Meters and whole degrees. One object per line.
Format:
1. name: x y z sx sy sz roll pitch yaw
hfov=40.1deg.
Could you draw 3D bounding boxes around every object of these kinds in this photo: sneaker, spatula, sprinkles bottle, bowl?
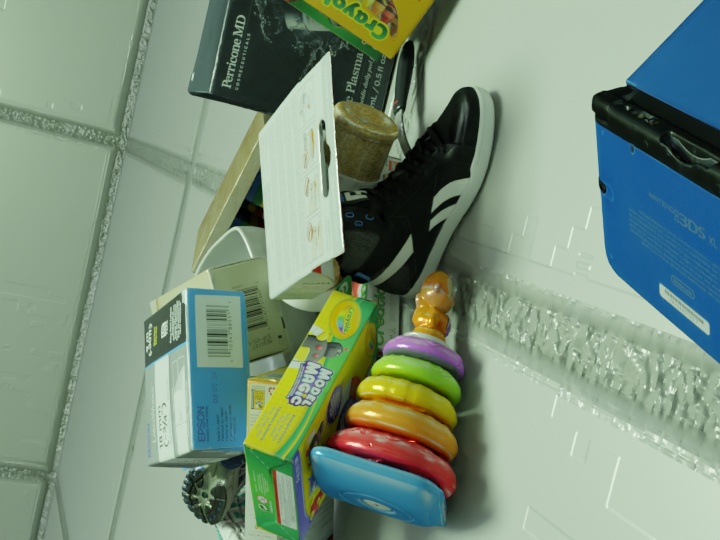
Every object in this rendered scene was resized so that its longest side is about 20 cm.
1. sneaker: 0.035 -0.071 0.853 0.073 0.110 0.203 -121 47 -57
2. sneaker: -0.137 0.184 1.092 0.085 0.076 0.202 -38 -20 -57
3. sneaker: -0.135 0.328 1.129 0.201 0.076 0.093 -119 41 -61
4. spatula: 0.043 -0.141 0.966 0.056 0.020 0.204 138 138 -58
5. sprinkles bottle: -0.027 -0.060 0.958 0.069 0.067 0.203 -114 40 -55
6. bowl: -0.112 0.061 1.136 0.200 0.073 0.203 -38 68 56

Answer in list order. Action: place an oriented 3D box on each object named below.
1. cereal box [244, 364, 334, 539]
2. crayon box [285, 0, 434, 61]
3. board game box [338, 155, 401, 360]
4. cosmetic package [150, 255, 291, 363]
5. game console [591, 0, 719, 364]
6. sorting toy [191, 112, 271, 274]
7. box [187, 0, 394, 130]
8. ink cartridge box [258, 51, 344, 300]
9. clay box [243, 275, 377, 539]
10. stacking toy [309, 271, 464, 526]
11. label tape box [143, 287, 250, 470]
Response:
1. cereal box: -0.062 0.192 0.912 0.144 0.039 0.205 -5 -83 -71
2. crayon box: 0.018 -0.296 0.943 0.201 0.125 0.051 -51 18 36
3. board game box: 0.000 0.000 1.003 0.126 0.034 0.204 143 134 -58
4. cosmetic package: -0.156 0.058 1.070 0.199 0.072 0.106 -24 82 58
5. game console: 0.220 -0.051 0.522 0.201 0.116 0.174 -123 18 -60
6. sorting toy: -0.143 -0.098 1.288 0.201 0.069 0.200 -61 14 12
7. box: -0.065 -0.265 1.074 0.117 0.196 0.201 -153 76 -66
8. ink cartridge box: -0.037 -0.072 0.840 0.200 0.046 0.164 152 116 -65
9. clay box: -0.030 0.110 0.830 0.116 0.047 0.201 88 -156 -44
10. stacking toy: 0.043 0.093 0.795 0.117 0.108 0.203 73 -147 -63
11. label tape box: -0.171 0.114 0.955 0.199 0.062 0.148 -30 61 57
